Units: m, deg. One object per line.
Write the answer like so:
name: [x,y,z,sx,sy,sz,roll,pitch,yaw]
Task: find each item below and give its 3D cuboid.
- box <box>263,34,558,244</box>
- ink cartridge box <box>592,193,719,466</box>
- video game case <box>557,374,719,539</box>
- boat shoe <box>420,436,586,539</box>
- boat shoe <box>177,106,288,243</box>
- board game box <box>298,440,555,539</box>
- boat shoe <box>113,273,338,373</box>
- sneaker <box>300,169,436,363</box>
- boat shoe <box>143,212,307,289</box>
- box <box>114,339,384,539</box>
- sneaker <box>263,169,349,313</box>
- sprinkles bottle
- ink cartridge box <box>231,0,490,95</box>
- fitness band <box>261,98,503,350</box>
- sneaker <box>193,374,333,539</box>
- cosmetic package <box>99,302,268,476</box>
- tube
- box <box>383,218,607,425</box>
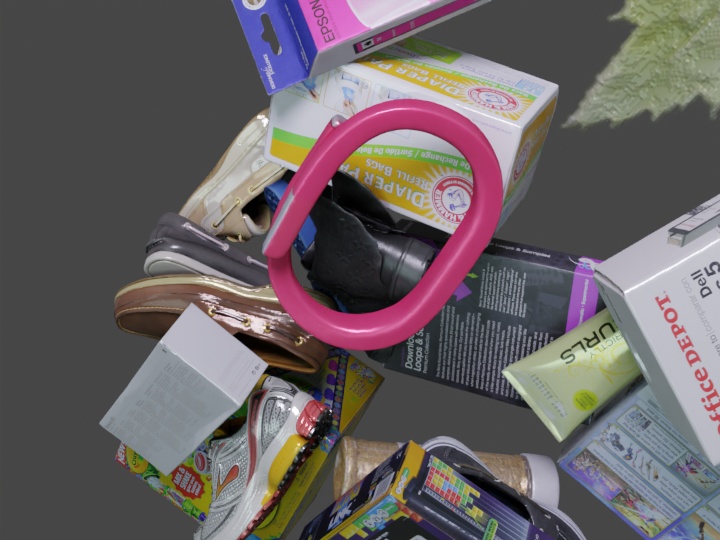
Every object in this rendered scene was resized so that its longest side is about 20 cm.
box: [0.039,-0.116,0.761,0.198,0.113,0.102,22,124,14]
ink cartridge box: [0.286,0.018,0.668,0.199,0.084,0.146,-31,101,5]
video game case: [0.299,0.166,0.810,0.200,0.045,0.182,40,124,4]
boat shoe: [0.127,0.216,0.816,0.200,0.066,0.070,43,96,-14]
boat shoe: [-0.110,-0.060,0.890,0.069,0.074,0.200,46,125,6]
board game box: [0.051,0.242,0.797,0.165,0.057,0.200,34,137,-7]
boat shoe: [-0.121,0.050,0.837,0.197,0.068,0.072,5,149,4]
sneaker: [-0.001,0.003,0.793,0.103,0.060,0.200,23,149,2]
boat shoe: [-0.103,0.007,0.887,0.199,0.058,0.067,26,144,-29]
box: [-0.114,0.149,0.969,0.192,0.122,0.201,34,124,9]
sneaker: [-0.012,-0.017,0.866,0.070,0.078,0.201,39,160,49]
sprinkles bottle: [0.076,0.193,0.874,0.197,0.069,0.069,7,122,-9]
ink cartridge box: [0.005,-0.210,0.700,0.198,0.037,0.096,-23,73,4]
fitness band: [0.014,-0.030,0.692,0.143,0.038,0.201,26,116,-17]
sneaker: [-0.100,0.173,0.861,0.082,0.078,0.201,37,115,11]
cosmetic package: [-0.156,0.107,0.829,0.082,0.051,0.200,38,142,-7]
tube: [0.212,0.055,0.767,0.200,0.052,0.058,-40,49,22]
box: [0.117,0.043,0.849,0.198,0.036,0.145,13,119,20]
